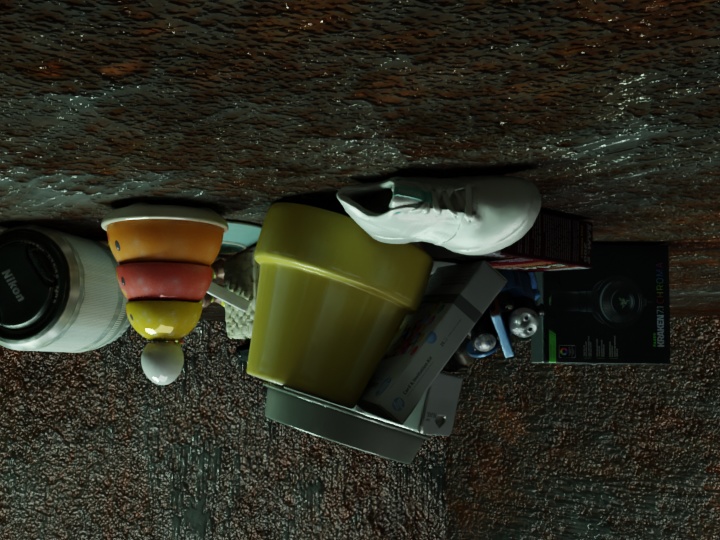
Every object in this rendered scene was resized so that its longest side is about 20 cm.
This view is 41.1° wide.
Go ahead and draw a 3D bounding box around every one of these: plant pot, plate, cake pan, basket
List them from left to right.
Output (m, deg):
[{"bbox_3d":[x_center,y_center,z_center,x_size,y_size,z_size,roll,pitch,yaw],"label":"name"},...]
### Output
[{"bbox_3d":[-0.219,-0.042,1.270,0.198,0.026,0.200,-1,173,0],"label":"plate"},{"bbox_3d":[-0.117,0.031,1.376,0.122,0.137,0.200,-2,175,-22],"label":"basket"},{"bbox_3d":[-0.039,0.046,1.082,0.199,0.190,0.201,19,171,3],"label":"plant pot"},{"bbox_3d":[-0.020,0.172,1.073,0.199,0.037,0.200,18,172,3],"label":"cake pan"}]

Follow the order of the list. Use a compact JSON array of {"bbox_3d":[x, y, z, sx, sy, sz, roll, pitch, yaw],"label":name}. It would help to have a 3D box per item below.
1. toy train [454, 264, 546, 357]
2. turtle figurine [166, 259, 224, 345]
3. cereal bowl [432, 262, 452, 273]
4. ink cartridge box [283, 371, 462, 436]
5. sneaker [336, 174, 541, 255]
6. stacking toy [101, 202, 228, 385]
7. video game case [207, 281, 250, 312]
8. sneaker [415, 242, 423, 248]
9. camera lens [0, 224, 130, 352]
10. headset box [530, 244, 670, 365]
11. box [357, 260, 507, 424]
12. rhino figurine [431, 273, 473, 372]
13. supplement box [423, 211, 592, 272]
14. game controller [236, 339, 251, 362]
[{"bbox_3d":[0.182,0.036,1.274,0.114,0.087,0.200,-19,-154,12],"label":"toy train"},{"bbox_3d":[-0.283,0.050,1.526,0.161,0.201,0.064,-21,-149,-40],"label":"turtle figurine"},{"bbox_3d":[0.060,0.012,1.488,0.198,0.084,0.200,0,174,0],"label":"cereal bowl"},{"bbox_3d":[0.022,0.152,1.279,0.199,0.084,0.145,13,176,23],"label":"ink cartridge box"},{"bbox_3d":[0.068,-0.061,0.910,0.199,0.076,0.088,-2,162,33],"label":"sneaker"},{"bbox_3d":[-0.225,0.030,1.103,0.145,0.202,0.146,-1,172,0],"label":"stacking toy"},{"bbox_3d":[-0.241,0.008,1.344,0.142,0.018,0.200,29,174,-21],"label":"video game case"},{"bbox_3d":[0.000,0.000,1.321,0.087,0.076,0.199,-30,-174,-42],"label":"sneaker"},{"bbox_3d":[-0.408,0.029,1.292,0.159,0.161,0.200,-1,174,14],"label":"camera lens"},{"bbox_3d":[0.341,0.050,1.407,0.198,0.176,0.093,2,174,0],"label":"headset box"},{"bbox_3d":[0.071,0.080,1.113,0.041,0.200,0.156,39,169,-10],"label":"box"},{"bbox_3d":[0.098,0.058,1.332,0.060,0.201,0.087,-36,144,17],"label":"rhino figurine"},{"bbox_3d":[0.178,-0.036,1.141,0.199,0.061,0.108,5,173,-44],"label":"supplement box"},{"bbox_3d":[-0.090,0.113,1.400,0.104,0.042,0.200,-20,167,27],"label":"game controller"}]
